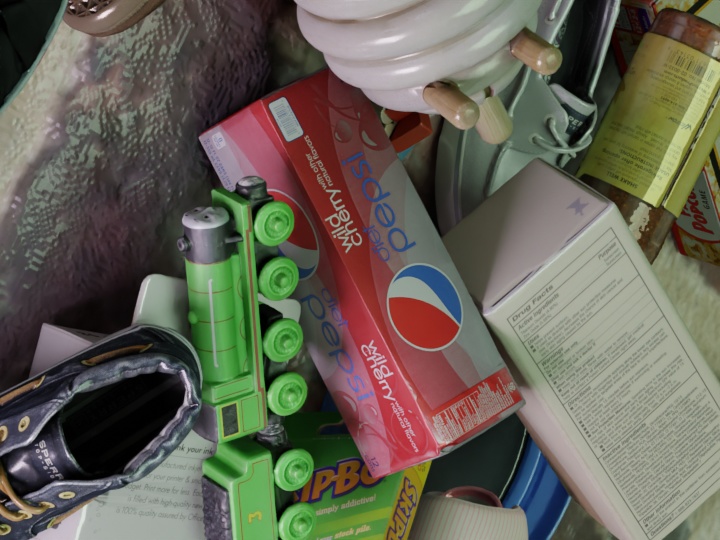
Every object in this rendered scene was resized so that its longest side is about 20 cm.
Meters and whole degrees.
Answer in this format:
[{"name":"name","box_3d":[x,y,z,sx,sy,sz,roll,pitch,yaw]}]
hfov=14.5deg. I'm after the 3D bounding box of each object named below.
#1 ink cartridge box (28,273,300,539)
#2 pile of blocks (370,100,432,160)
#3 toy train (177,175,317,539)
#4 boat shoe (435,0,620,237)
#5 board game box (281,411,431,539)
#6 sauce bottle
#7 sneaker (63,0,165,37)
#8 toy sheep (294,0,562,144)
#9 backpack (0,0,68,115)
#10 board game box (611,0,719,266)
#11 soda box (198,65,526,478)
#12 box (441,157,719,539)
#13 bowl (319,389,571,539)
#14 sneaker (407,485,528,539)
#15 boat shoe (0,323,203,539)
[{"name":"ink cartridge box","box_3d":[-0.112,0.097,1.412,0.116,0.067,0.201,12,95,-46]},{"name":"pile of blocks","box_3d":[0.024,-0.111,1.482,0.082,0.062,0.201,-11,112,-42]},{"name":"toy train","box_3d":[-0.058,0.051,1.377,0.056,0.042,0.201,-17,116,-29]},{"name":"boat shoe","box_3d":[0.101,-0.095,1.559,0.072,0.068,0.201,21,89,-47]},{"name":"board game box","box_3d":[-0.029,0.161,1.457,0.030,0.095,0.200,46,51,-43]},{"name":"sauce bottle","box_3d":[0.150,-0.046,1.577,0.066,0.066,0.200,31,86,-46]},{"name":"sneaker","box_3d":[-0.067,-0.181,1.362,0.200,0.070,0.076,-56,140,-14]},{"name":"toy sheep","box_3d":[0.030,-0.139,1.373,0.138,0.138,0.200,-42,126,-27]},{"name":"backpack","box_3d":[-0.220,-0.141,1.156,0.200,0.150,0.178,50,58,-33]},{"name":"board game box","box_3d":[0.229,-0.125,1.694,0.151,0.046,0.200,-42,129,-27]},{"name":"soda box","box_3d":[0.000,0.000,1.429,0.063,0.070,0.200,-28,91,-36]},{"name":"box","box_3d":[0.124,0.047,1.512,0.095,0.078,0.200,-39,125,-9]},{"name":"bowl","box_3d":[0.051,0.096,1.597,0.200,0.039,0.201,-18,116,-41]},{"name":"sneaker","box_3d":[0.075,0.181,1.566,0.200,0.075,0.105,39,59,-55]},{"name":"boat shoe","box_3d":[-0.161,0.091,1.300,0.200,0.091,0.071,-34,97,-2]}]
